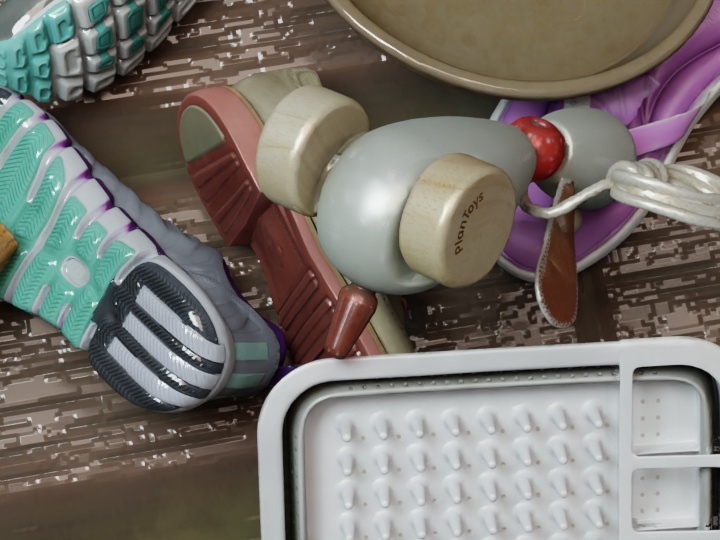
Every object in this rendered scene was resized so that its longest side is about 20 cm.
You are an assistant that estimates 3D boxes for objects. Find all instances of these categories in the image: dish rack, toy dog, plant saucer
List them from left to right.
[{"bbox_3d":[0.042,-0.014,1.170,0.199,0.132,0.097,5,111,-35],"label":"toy dog"},{"bbox_3d":[0.061,-0.154,1.270,0.199,0.030,0.201,6,60,-10],"label":"plant saucer"},{"bbox_3d":[0.058,0.105,1.191,0.198,0.044,0.173,-3,110,-4],"label":"dish rack"}]

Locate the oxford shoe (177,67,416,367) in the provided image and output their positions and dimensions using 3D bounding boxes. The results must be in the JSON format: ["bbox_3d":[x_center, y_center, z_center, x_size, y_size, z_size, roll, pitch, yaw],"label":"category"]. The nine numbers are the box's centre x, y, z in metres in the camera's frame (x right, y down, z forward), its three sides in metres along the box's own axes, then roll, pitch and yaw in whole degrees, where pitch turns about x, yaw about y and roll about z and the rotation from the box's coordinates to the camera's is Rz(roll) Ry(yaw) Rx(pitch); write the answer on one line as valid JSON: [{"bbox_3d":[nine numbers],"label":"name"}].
[{"bbox_3d":[0.000,0.000,1.242,0.075,0.070,0.201,-24,83,-29],"label":"oxford shoe"}]

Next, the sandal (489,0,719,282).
[{"bbox_3d":[0.119,-0.085,1.284,0.082,0.050,0.203,37,74,9],"label":"sandal"}]

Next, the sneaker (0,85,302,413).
[{"bbox_3d":[-0.109,-0.007,1.250,0.200,0.087,0.075,46,110,29],"label":"sneaker"}]

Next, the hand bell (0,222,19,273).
[{"bbox_3d":[-0.218,0.050,1.192,0.200,0.104,0.104,-40,78,-14],"label":"hand bell"}]

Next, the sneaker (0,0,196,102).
[{"bbox_3d":[-0.107,-0.152,1.279,0.091,0.078,0.200,35,55,16],"label":"sneaker"}]
